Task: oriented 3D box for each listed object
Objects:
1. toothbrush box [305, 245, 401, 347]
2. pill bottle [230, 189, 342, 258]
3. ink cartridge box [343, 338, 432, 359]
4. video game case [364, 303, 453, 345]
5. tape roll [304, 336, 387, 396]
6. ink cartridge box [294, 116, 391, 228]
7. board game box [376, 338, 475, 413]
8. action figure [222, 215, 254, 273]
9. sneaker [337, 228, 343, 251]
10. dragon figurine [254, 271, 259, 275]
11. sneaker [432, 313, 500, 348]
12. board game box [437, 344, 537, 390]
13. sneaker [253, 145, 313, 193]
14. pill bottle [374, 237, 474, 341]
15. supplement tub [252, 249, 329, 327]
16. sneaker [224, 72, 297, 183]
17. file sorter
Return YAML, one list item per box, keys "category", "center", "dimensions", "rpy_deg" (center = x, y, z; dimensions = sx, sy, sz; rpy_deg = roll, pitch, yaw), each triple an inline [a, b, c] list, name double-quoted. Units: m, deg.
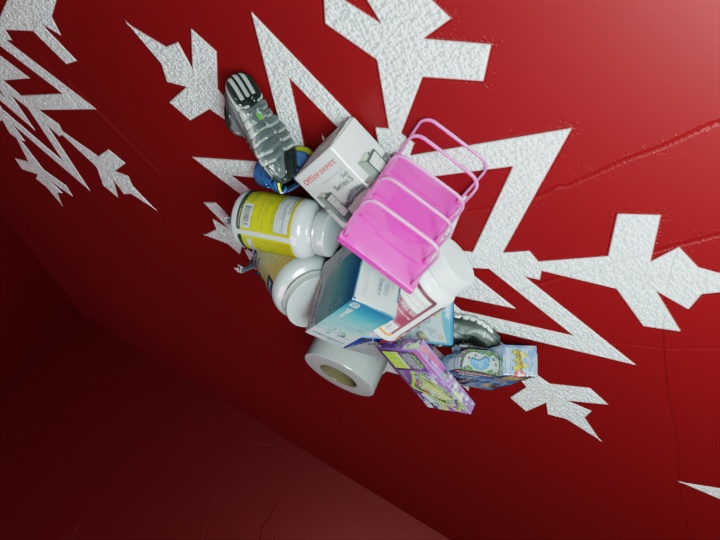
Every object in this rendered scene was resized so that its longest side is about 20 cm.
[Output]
- category: "toothbrush box"
  center: [-0.008, 0.031, 0.983]
  dimensions: [0.084, 0.149, 0.199]
  rpy_deg: [24, 149, -20]
- category: "pill bottle"
  center: [-0.139, -0.085, 1.078]
  dimensions: [0.195, 0.114, 0.114]
  rpy_deg: [12, 145, 21]
- category: "ink cartridge box"
  center: [0.051, 0.147, 1.277]
  dimensions: [0.196, 0.078, 0.136]
  rpy_deg: [16, 159, -28]
- category: "video game case"
  center: [0.090, 0.072, 1.135]
  dimensions: [0.195, 0.018, 0.147]
  rpy_deg: [3, 105, 18]
- category: "tape roll"
  center: [-0.027, 0.207, 1.436]
  dimensions: [0.199, 0.141, 0.204]
  rpy_deg: [24, 155, 12]
- category: "ink cartridge box"
  center: [0.002, -0.140, 0.977]
  dimensions: [0.200, 0.085, 0.145]
  rpy_deg: [44, 149, -15]
- category: "board game box"
  center: [0.129, 0.208, 1.115]
  dimensions: [0.119, 0.033, 0.201]
  rpy_deg: [0, 136, 52]
- category: "action figure"
  center: [-0.239, -0.074, 1.344]
  dimensions: [0.199, 0.146, 0.138]
  rpy_deg: [11, 113, 65]
- category: "sneaker"
  center: [0.005, -0.044, 1.126]
  dimensions: [0.196, 0.075, 0.081]
  rpy_deg: [24, 150, 17]
- category: "dragon figurine"
  center: [-0.224, 0.006, 1.408]
  dimensions: [0.198, 0.100, 0.059]
  rpy_deg: [-8, 131, 50]
- category: "sneaker"
  center: [0.189, 0.130, 1.171]
  dimensions: [0.196, 0.091, 0.067]
  rpy_deg: [24, 151, 18]
- category: "board game box"
  center: [0.250, 0.190, 1.142]
  dimensions: [0.196, 0.063, 0.199]
  rpy_deg: [14, 157, -24]
- category: "sneaker"
  center: [-0.162, -0.184, 1.092]
  dimensions: [0.197, 0.079, 0.066]
  rpy_deg: [-2, 137, 49]
- category: "pill bottle"
  center: [0.103, 0.034, 1.036]
  dimensions: [0.114, 0.115, 0.199]
  rpy_deg: [43, 123, -16]
- category: "supplement tub"
  center: [-0.132, 0.005, 1.172]
  dimensions: [0.201, 0.142, 0.146]
  rpy_deg: [52, 169, 44]
- category: "sneaker"
  center: [-0.187, -0.245, 1.025]
  dimensions: [0.115, 0.074, 0.204]
  rpy_deg: [-12, 106, 63]
- category: "file sorter"
  center: [0.084, -0.103, 0.834]
  dimensions: [0.138, 0.202, 0.126]
  rpy_deg: [35, 148, -3]
